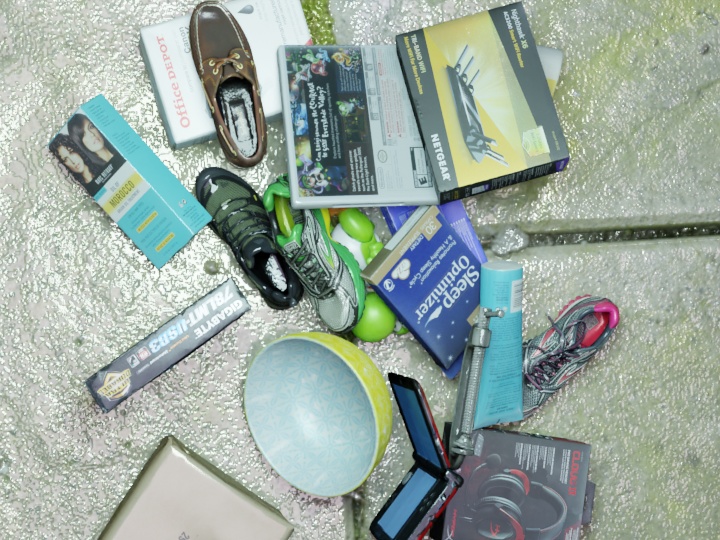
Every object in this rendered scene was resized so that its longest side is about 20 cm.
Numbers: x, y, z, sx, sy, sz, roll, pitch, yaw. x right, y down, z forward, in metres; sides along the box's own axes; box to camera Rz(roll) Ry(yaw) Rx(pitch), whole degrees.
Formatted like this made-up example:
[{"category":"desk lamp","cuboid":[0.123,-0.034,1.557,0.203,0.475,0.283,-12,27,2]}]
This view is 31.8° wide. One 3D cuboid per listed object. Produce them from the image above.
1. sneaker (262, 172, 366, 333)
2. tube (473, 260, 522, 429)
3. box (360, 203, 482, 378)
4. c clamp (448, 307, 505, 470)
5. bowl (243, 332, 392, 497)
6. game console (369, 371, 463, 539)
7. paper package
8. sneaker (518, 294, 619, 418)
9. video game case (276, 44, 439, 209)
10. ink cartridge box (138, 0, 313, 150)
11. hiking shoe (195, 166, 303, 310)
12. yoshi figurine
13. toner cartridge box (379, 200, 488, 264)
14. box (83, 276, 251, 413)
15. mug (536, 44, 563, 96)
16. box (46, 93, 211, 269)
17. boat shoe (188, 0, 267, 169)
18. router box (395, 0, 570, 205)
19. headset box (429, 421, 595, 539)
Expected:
[{"category":"sneaker","cuboid":[-0.062,-0.016,1.482,0.078,0.085,0.202,-28,89,28]},{"category":"tube","cuboid":[0.171,0.092,1.534,0.077,0.050,0.203,-6,103,-26]},{"category":"box","cuboid":[0.100,0.030,1.526,0.121,0.032,0.200,-49,120,-14]},{"category":"c clamp","cuboid":[0.125,0.137,1.458,0.027,0.171,0.203,9,93,-4]},{"category":"bowl","cuboid":[-0.033,0.158,1.521,0.107,0.199,0.202,-25,93,-52]},{"category":"game console","cuboid":[0.041,0.228,1.496,0.118,0.200,0.173,39,84,-5]},{"category":"paper package","cuboid":[-0.208,0.331,1.502,0.190,0.103,0.201,35,83,-7]},{"category":"sneaker","cuboid":[0.245,0.105,1.596,0.081,0.075,0.200,44,84,-6]},{"category":"video game case","cuboid":[-0.001,-0.171,1.483,0.179,0.023,0.203,-2,73,-14]},{"category":"ink cartridge box","cuboid":[-0.156,-0.245,1.534,0.198,0.084,0.146,-18,92,-9]},{"category":"hiking shoe","cuboid":[-0.128,-0.044,1.525,0.075,0.101,0.201,-36,94,-9]},{"category":"yoshi figurine","cuboid":[-0.005,0.006,1.545,0.112,0.112,0.201,-36,96,-1]},{"category":"toner cartridge box","cuboid":[0.089,-0.053,1.590,0.094,0.043,0.202,-24,93,-11]},{"category":"box","cuboid":[-0.221,0.085,1.457,0.198,0.200,0.050,-37,92,-9]},{"category":"mug","cuboid":[0.154,-0.217,1.544,0.151,0.187,0.151,19,111,0]},{"category":"box","cuboid":[-0.276,-0.106,1.508,0.200,0.049,0.082,48,125,-5]},{"category":"boat shoe","cuboid":[-0.149,-0.217,1.458,0.070,0.070,0.202,-18,91,-8]},{"category":"router box","cuboid":[0.139,-0.194,1.461,0.155,0.052,0.202,-16,76,0]},{"category":"headset box","cuboid":[0.197,0.278,1.583,0.197,0.075,0.151,10,86,-9]}]
